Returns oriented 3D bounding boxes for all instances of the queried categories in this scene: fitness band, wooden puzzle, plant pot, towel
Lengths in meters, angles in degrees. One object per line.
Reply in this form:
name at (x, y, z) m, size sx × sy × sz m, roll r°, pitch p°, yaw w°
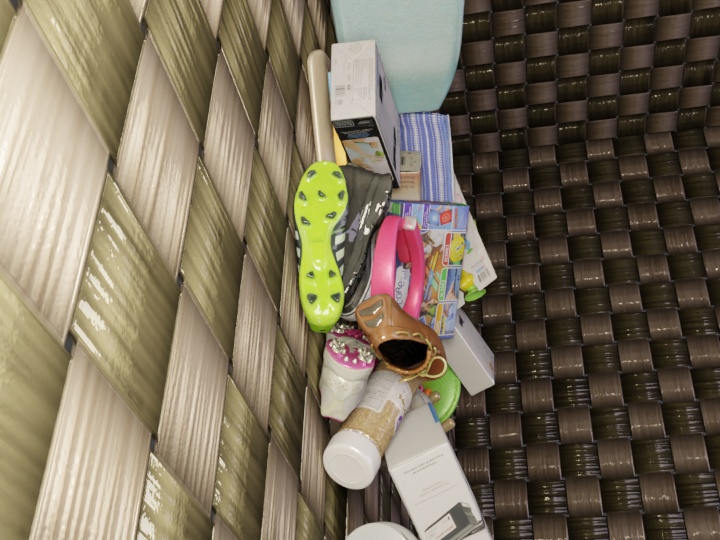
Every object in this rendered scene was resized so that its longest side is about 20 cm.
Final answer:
fitness band at (0.051, 0.017, 1.174) m, size 0.201 × 0.037 × 0.147 m, roll 67°, pitch 32°, yaw -61°
wooden puzzle at (-0.031, -0.203, 1.278) m, size 0.200 × 0.036 × 0.190 m, roll -31°, pitch 116°, yaw -80°
plant pot at (0.053, -0.344, 1.353) m, size 0.197 × 0.191 × 0.205 m, roll -97°, pitch -178°, yaw -66°
towel at (0.061, -0.180, 1.426) m, size 0.024 × 0.197 × 0.148 m, roll -27°, pitch 119°, yaw -42°

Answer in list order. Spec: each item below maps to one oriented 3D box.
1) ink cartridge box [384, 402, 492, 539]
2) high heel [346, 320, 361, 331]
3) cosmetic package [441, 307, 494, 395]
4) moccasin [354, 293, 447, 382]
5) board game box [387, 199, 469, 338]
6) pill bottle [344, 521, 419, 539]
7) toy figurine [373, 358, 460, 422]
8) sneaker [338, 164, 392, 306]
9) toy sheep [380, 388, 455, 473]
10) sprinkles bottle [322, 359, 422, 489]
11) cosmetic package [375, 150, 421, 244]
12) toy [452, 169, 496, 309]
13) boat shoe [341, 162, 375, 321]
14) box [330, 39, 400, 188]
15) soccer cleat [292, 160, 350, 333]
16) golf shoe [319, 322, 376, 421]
ink cartridge box at (0.103, 0.295, 1.159) m, size 0.145 × 0.083 × 0.203 m, roll -110°, pitch 176°, yaw -77°
high heel at (0.000, 0.000, 1.243) m, size 0.144 × 0.070 × 0.203 m, roll 80°, pitch -3°, yaw -46°
cosmetic package at (0.149, 0.098, 1.467) m, size 0.201 × 0.050 × 0.083 m, roll 53°, pitch 26°, yaw -21°
moccasin at (0.059, 0.097, 1.093) m, size 0.202 × 0.072 × 0.079 m, roll 53°, pitch 16°, yaw -58°
board game box at (0.090, 0.000, 1.340) m, size 0.034 × 0.133 × 0.205 m, roll 19°, pitch -75°, yaw 53°
pill bottle at (0.035, 0.381, 1.142) m, size 0.201 × 0.111 × 0.116 m, roll 63°, pitch 24°, yaw -65°
toy figurine at (0.069, 0.138, 1.430) m, size 0.184 × 0.147 × 0.205 m, roll 46°, pitch 48°, yaw -61°
sneaker at (-0.027, -0.038, 1.122) m, size 0.076 × 0.089 × 0.204 m, roll 101°, pitch 9°, yaw -71°
toy sheep at (0.052, 0.221, 1.287) m, size 0.200 × 0.135 × 0.141 m, roll 39°, pitch 43°, yaw -51°
sprinkles bottle at (0.020, 0.181, 1.141) m, size 0.201 × 0.067 × 0.070 m, roll -55°, pitch 141°, yaw -51°
cosmetic package at (0.045, -0.074, 1.399) m, size 0.088 × 0.101 × 0.204 m, roll -81°, pitch 170°, yaw -61°
toy at (0.151, -0.046, 1.415) m, size 0.046 × 0.115 × 0.204 m, roll 6°, pitch 55°, yaw -38°
boat shoe at (-0.016, -0.038, 1.191) m, size 0.063 × 0.069 × 0.205 m, roll 21°, pitch 71°, yaw -58°
box at (0.010, -0.205, 1.232) m, size 0.201 × 0.059 × 0.119 m, roll 63°, pitch 25°, yaw -65°
soccer cleat at (-0.047, -0.028, 1.043) m, size 0.081 × 0.066 × 0.205 m, roll 107°, pitch -15°, yaw -65°
golf shoe at (-0.020, 0.122, 1.125) m, size 0.200 × 0.074 × 0.094 m, roll -48°, pitch 155°, yaw -80°
